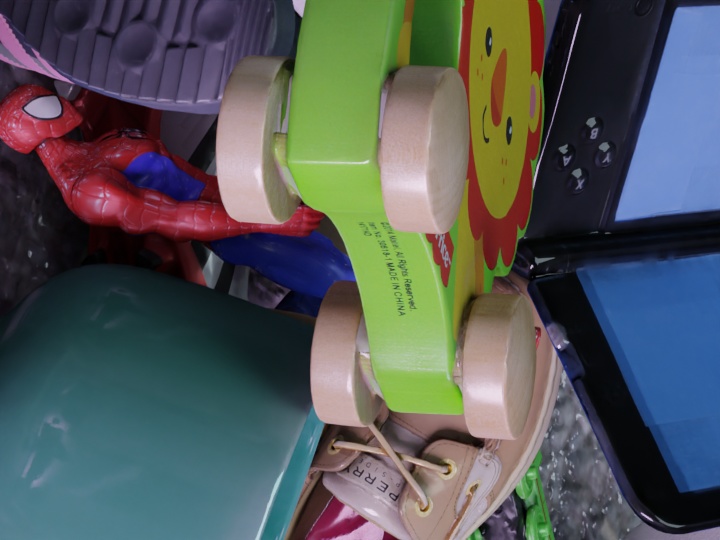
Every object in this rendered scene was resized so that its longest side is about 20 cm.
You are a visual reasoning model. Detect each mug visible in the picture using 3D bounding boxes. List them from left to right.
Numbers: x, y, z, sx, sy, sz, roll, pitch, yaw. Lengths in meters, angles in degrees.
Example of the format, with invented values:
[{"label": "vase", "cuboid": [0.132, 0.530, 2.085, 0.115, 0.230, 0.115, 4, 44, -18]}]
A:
[{"label": "mug", "cuboid": [-0.089, 0.090, 0.948, 0.152, 0.114, 0.185, -29, 139, -86]}]

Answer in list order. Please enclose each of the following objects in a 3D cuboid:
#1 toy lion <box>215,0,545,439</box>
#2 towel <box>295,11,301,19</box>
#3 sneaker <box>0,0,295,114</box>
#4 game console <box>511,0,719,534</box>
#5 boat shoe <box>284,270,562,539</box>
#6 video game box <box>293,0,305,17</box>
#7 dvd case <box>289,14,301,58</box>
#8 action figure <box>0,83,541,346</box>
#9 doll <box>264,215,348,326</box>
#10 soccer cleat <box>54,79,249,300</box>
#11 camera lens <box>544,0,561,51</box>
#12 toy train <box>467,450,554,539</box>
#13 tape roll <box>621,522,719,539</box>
[{"label": "toy lion", "cuboid": [0.023, -0.059, 0.883, 0.200, 0.069, 0.192, 68, 29, -57]}, {"label": "towel", "cuboid": [0.036, -0.088, 1.191, 0.200, 0.018, 0.086, 48, 53, -44]}, {"label": "sneaker", "cuboid": [-0.085, -0.092, 0.901, 0.082, 0.200, 0.070, 21, 92, -54]}, {"label": "game console", "cuboid": [0.161, -0.017, 1.029, 0.200, 0.118, 0.171, -7, 121, -39]}, {"label": "boat shoe", "cuboid": [0.015, 0.082, 1.077, 0.066, 0.074, 0.200, -27, 144, -63]}, {"label": "video game box", "cuboid": [-0.049, -0.169, 0.993, 0.200, 0.047, 0.182, 46, 9, -45]}, {"label": "dvd case", "cuboid": [0.030, -0.111, 1.216, 0.200, 0.022, 0.146, 12, 80, -56]}, {"label": "action figure", "cuboid": [-0.034, -0.013, 0.975, 0.200, 0.065, 0.052, 23, 100, -14]}, {"label": "doll", "cuboid": [0.000, 0.000, 1.120, 0.200, 0.048, 0.137, -30, 132, -71]}, {"label": "soccer cleat", "cuboid": [-0.069, -0.059, 1.043, 0.085, 0.069, 0.200, -20, 109, -62]}, {"label": "camera lens", "cuboid": [0.146, -0.054, 1.201, 0.200, 0.160, 0.160, 37, 60, -52]}, {"label": "toy train", "cuboid": [0.063, 0.090, 1.244, 0.056, 0.042, 0.200, -62, 143, -60]}, {"label": "tape roll", "cuboid": [0.205, 0.181, 1.307, 0.203, 0.203, 0.037, 56, 46, -38]}]
